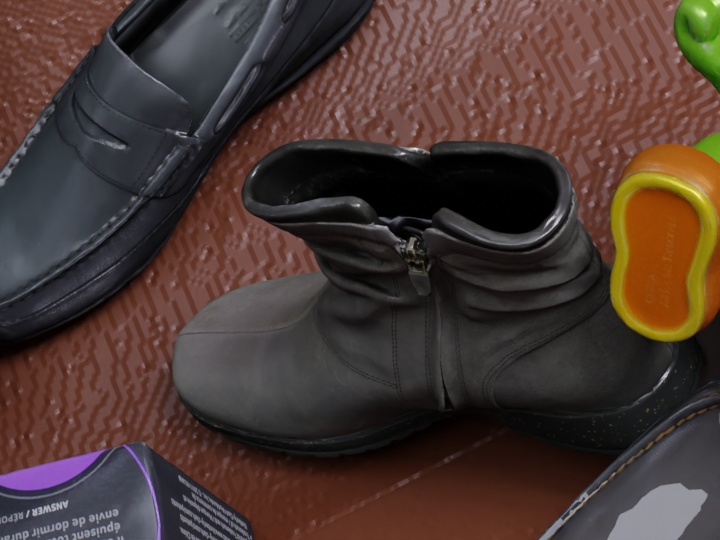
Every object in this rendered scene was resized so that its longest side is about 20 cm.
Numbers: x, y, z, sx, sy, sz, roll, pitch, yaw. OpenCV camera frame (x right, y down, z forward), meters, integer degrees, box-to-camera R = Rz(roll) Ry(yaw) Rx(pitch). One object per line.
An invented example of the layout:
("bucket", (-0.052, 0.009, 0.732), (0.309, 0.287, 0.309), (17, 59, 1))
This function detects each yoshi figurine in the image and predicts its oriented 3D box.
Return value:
("yoshi figurine", (0.156, -0.049, 0.694), (0.112, 0.200, 0.113), (-21, 101, 41))

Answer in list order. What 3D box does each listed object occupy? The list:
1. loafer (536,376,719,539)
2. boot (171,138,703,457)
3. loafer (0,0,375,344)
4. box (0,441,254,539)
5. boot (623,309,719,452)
("loafer", (0.064, 0.118, 0.698), (0.073, 0.072, 0.200), (36, 101, 22))
("boot", (0.000, 0.000, 0.741), (0.199, 0.131, 0.068), (-2, 58, 34))
("loafer", (-0.077, -0.059, 0.839), (0.201, 0.070, 0.068), (-46, 63, -2))
("box", (-0.090, 0.171, 0.737), (0.122, 0.106, 0.201), (-14, 67, 12))
("boot", (0.177, 0.099, 0.706), (0.199, 0.064, 0.187), (-1, 71, 21))
